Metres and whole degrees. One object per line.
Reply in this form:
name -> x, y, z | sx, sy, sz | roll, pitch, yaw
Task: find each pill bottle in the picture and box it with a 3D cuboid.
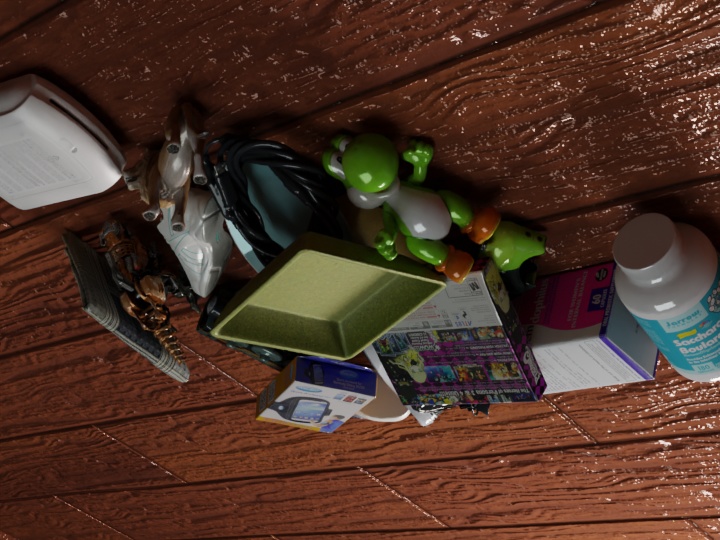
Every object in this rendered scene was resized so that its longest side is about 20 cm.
pill bottle -> 0.339, 0.025, 1.354 | 0.110, 0.112, 0.200 | -7, 143, 38

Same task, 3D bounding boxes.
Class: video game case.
video game case -> 0.098, 0.075, 1.491 | 0.198, 0.036, 0.183 | -7, 119, 39

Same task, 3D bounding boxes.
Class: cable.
cable -> -0.086, -0.068, 1.434 | 0.161, 0.051, 0.202 | 0, 128, 36

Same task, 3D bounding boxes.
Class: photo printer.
photo printer -> -0.383, -0.150, 1.508 | 0.198, 0.070, 0.166 | -9, 142, 38

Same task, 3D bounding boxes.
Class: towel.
towel -> -0.323, 0.051, 1.734 | 0.035, 0.200, 0.192 | -43, 126, 7

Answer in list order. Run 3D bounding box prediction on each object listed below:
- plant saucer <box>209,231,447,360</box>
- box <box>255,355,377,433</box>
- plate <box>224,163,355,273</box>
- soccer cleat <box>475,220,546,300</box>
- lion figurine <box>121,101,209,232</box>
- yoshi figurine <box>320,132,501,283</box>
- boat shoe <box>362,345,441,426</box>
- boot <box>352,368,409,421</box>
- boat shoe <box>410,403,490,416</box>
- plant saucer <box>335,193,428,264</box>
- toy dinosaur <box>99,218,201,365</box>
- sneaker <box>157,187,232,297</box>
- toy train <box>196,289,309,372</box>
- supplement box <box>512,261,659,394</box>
plant saucer -> -0.040, 0.024, 1.428 | 0.198, 0.048, 0.200 | 13, 143, -35
box -> -0.059, 0.169, 1.747 | 0.117, 0.042, 0.200 | 12, 155, -18
plate -> -0.079, -0.050, 1.500 | 0.198, 0.026, 0.202 | 24, 136, 24
soccer cleat -> 0.158, 0.017, 1.485 | 0.080, 0.068, 0.201 | 13, 145, -4
lion figurine -> -0.206, -0.129, 1.433 | 0.072, 0.124, 0.200 | 17, 137, -23
yoshi figurine -> 0.048, -0.077, 1.355 | 0.199, 0.113, 0.112 | 34, 129, -4
boat shoe -> 0.054, 0.120, 1.729 | 0.201, 0.071, 0.072 | 51, 178, -28
boot -> -0.009, 0.185, 1.887 | 0.197, 0.074, 0.091 | 16, 160, 22
boat shoe -> 0.158, 0.148, 1.615 | 0.197, 0.067, 0.075 | -17, 150, -13
plant saucer -> 0.000, 0.000, 1.572 | 0.199, 0.049, 0.199 | 34, 148, -27
toy dinosaur -> -0.278, 0.030, 1.666 | 0.101, 0.203, 0.135 | -12, 168, 22
sneaker -> -0.209, -0.042, 1.610 | 0.079, 0.071, 0.201 | 21, 146, 13
toy train -> -0.133, 0.089, 1.776 | 0.198, 0.086, 0.114 | 28, 163, -22
supplement box -> 0.243, 0.073, 1.503 | 0.103, 0.102, 0.199 | 37, 146, -31
